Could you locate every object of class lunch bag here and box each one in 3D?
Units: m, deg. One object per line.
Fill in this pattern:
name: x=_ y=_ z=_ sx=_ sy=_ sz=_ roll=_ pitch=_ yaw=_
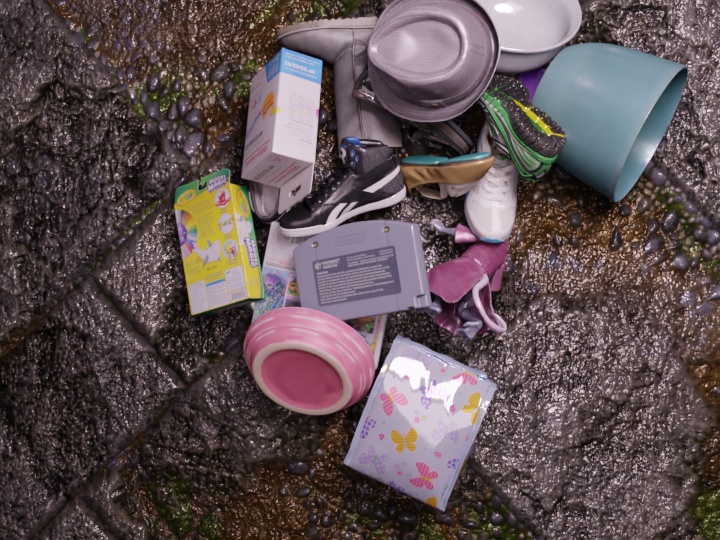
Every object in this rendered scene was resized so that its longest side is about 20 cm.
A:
lunch bag: x=0.091 y=0.215 z=1.307 sx=0.168 sy=0.127 sz=0.202 roll=22 pitch=103 yaw=8

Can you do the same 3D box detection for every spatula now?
spatula: x=0.197 y=-0.295 z=1.333 sx=0.198 sy=0.021 sz=0.057 roll=21 pitch=89 yaw=10

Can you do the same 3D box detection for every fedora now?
fedora: x=0.080 y=-0.288 z=1.179 sx=0.198 sy=0.090 sz=0.179 roll=12 pitch=99 yaw=25

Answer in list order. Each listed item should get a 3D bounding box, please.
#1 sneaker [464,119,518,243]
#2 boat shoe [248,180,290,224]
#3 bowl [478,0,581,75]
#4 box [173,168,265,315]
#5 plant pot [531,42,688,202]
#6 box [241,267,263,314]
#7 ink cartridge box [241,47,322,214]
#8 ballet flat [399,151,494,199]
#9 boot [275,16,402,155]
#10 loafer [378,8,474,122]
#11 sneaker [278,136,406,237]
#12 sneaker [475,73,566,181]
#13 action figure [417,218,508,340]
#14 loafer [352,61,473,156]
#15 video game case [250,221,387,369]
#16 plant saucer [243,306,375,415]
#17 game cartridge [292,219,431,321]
sneaker: x=0.191 y=-0.138 z=1.279 sx=0.076 sy=0.081 sz=0.202 roll=5 pitch=70 yaw=3
boat shoe: x=-0.141 y=-0.171 z=1.355 sx=0.073 sy=0.060 sz=0.202 roll=2 pitch=91 yaw=9
bowl: x=0.206 y=-0.345 z=1.279 sx=0.199 sy=0.091 sz=0.203 roll=2 pitch=54 yaw=-3
box: x=-0.215 y=-0.042 z=1.346 sx=0.116 sy=0.048 sz=0.202 roll=-15 pitch=81 yaw=28
plant pot: x=0.330 y=-0.220 z=1.240 sx=0.160 sy=0.200 sz=0.202 roll=31 pitch=94 yaw=20
box: x=-0.064 y=0.049 z=1.362 sx=0.199 sy=0.040 sz=0.138 roll=34 pitch=94 yaw=5
ink cartridge box: x=-0.114 y=-0.195 z=1.273 sx=0.067 sy=0.115 sz=0.202 roll=12 pitch=71 yaw=-27
ballet flat: x=0.127 y=-0.134 z=1.277 sx=0.068 sy=0.199 sz=0.064 roll=-16 pitch=103 yaw=-26
boot: x=-0.032 y=-0.271 z=1.344 sx=0.180 sy=0.073 sz=0.202 roll=-3 pitch=97 yaw=6
loafer: x=0.105 y=-0.310 z=1.307 sx=0.063 sy=0.072 sz=0.201 roll=-36 pitch=92 yaw=40
sneaker: x=-0.036 y=-0.130 z=1.295 sx=0.198 sy=0.073 sz=0.113 roll=-22 pitch=121 yaw=-13
sneaker: x=0.195 y=-0.199 z=1.218 sx=0.077 sy=0.086 sz=0.201 roll=-6 pitch=48 yaw=-26
action figure: x=0.161 y=-0.009 z=1.276 sx=0.134 sy=0.148 sz=0.200 roll=48 pitch=59 yaw=-18
loafer: x=0.074 y=-0.224 z=1.310 sx=0.199 sy=0.072 sz=0.063 roll=37 pitch=90 yaw=-15
video game case: x=-0.054 y=0.037 z=1.329 sx=0.198 sy=0.024 sz=0.184 roll=12 pitch=92 yaw=6
plant saucer: x=-0.079 y=0.142 z=1.304 sx=0.198 sy=0.051 sz=0.202 roll=9 pitch=131 yaw=10
game cartridge: x=0.000 y=0.000 z=1.259 sx=0.198 sy=0.041 sz=0.135 roll=-10 pitch=83 yaw=29
